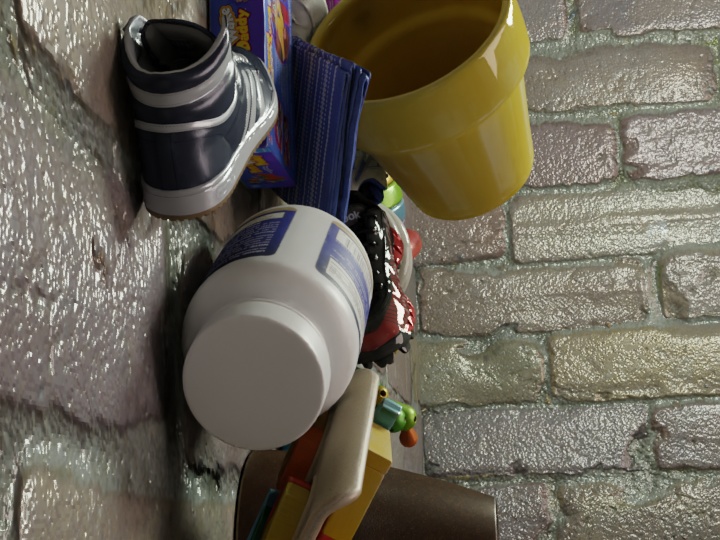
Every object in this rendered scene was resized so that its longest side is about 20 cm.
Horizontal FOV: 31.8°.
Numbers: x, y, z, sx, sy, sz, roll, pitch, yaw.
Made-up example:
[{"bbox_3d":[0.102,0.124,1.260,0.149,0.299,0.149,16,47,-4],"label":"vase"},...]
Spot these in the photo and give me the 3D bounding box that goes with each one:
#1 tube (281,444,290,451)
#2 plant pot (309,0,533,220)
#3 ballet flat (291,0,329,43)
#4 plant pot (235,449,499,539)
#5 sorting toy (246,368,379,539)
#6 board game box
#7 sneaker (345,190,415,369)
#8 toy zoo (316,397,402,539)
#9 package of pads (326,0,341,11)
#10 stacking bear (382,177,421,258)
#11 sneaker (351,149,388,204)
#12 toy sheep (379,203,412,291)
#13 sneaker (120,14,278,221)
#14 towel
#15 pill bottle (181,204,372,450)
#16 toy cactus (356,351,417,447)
[{"bbox_3d":[-0.054,0.135,1.193,0.077,0.050,0.202,23,67,-66],"label":"tube"},{"bbox_3d":[0.075,-0.156,1.177,0.202,0.200,0.189,-87,155,-43],"label":"plant pot"},{"bbox_3d":[-0.064,-0.200,1.200,0.070,0.069,0.201,-84,172,-55],"label":"ballet flat"},{"bbox_3d":[0.014,0.235,1.033,0.187,0.198,0.188,-4,90,-83],"label":"plant pot"},{"bbox_3d":[-0.054,0.174,0.836,0.201,0.036,0.185,-60,-175,20],"label":"sorting toy"},{"bbox_3d":[-0.087,-0.180,1.039,0.134,0.044,0.202,55,32,-78],"label":"board game box"},{"bbox_3d":[0.000,0.000,1.098,0.201,0.070,0.098,-96,161,-54],"label":"sneaker"},{"bbox_3d":[-0.026,0.178,0.866,0.201,0.020,0.131,-63,-175,-2],"label":"toy zoo"},{"bbox_3d":[-0.040,-0.276,1.380,0.200,0.075,0.121,54,31,-78],"label":"package of pads"},{"bbox_3d":[-0.008,-0.100,1.471,0.114,0.121,0.201,-97,172,-73],"label":"stacking bear"},{"bbox_3d":[-0.007,-0.103,1.255,0.088,0.075,0.200,50,38,-3],"label":"sneaker"},{"bbox_3d":[-0.011,-0.017,1.302,0.200,0.137,0.139,26,60,-67],"label":"toy sheep"},{"bbox_3d":[-0.099,-0.127,0.803,0.200,0.070,0.109,-79,166,-56],"label":"sneaker"},{"bbox_3d":[-0.041,-0.120,1.084,0.200,0.024,0.146,-138,-127,-64],"label":"towel"},{"bbox_3d":[-0.057,0.038,0.863,0.200,0.119,0.121,-73,159,-71],"label":"pill bottle"},{"bbox_3d":[-0.013,0.115,1.294,0.165,0.102,0.201,49,-18,37],"label":"toy cactus"}]
